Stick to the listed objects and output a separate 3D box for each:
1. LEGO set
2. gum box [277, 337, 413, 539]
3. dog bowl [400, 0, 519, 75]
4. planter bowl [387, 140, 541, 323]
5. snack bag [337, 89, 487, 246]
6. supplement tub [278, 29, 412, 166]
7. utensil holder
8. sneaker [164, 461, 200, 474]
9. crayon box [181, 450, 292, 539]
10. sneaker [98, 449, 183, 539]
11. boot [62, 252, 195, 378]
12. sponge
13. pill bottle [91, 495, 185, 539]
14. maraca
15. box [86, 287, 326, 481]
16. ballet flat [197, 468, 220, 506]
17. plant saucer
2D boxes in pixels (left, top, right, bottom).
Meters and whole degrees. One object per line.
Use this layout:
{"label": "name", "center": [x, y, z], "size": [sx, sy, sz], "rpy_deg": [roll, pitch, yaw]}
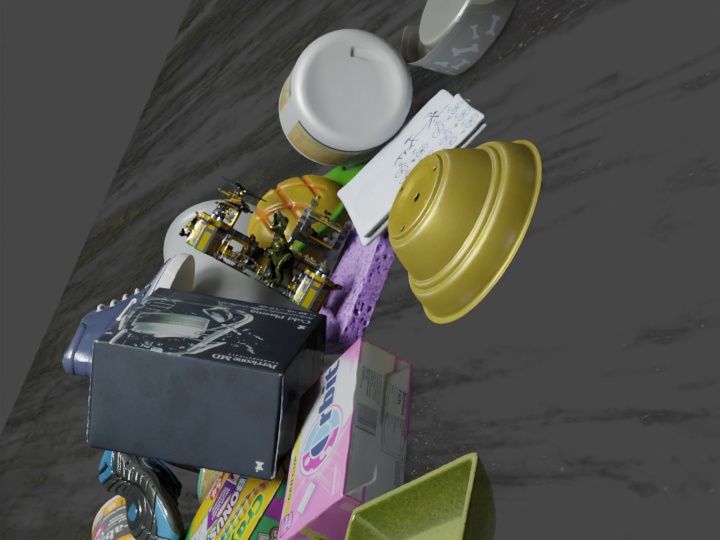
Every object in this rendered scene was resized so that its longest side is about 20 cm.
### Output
{"label": "LEGO set", "center": [-0.094, -0.045, 1.553], "size": [0.116, 0.200, 0.154], "rpy_deg": [-62, -6, 2]}
{"label": "gum box", "center": [-0.012, 0.171, 1.313], "size": [0.114, 0.066, 0.200], "rpy_deg": [-44, 26, 39]}
{"label": "dog bowl", "center": [0.126, -0.319, 1.605], "size": [0.200, 0.059, 0.200], "rpy_deg": [-50, 24, 32]}
{"label": "planter bowl", "center": [0.084, -0.056, 1.337], "size": [0.200, 0.083, 0.200], "rpy_deg": [-50, 24, 32]}
{"label": "snack bag", "center": [0.052, -0.125, 1.530], "size": [0.189, 0.021, 0.200], "rpy_deg": [-45, 19, 8]}
{"label": "supplement tub", "center": [-0.023, -0.206, 1.681], "size": [0.145, 0.145, 0.200], "rpy_deg": [-66, 7, -7]}
{"label": "utensil holder", "center": [-0.177, 0.036, 1.755], "size": [0.170, 0.170, 0.200], "rpy_deg": [-50, 25, 33]}
{"label": "sneaker", "center": [-0.196, 0.179, 1.657], "size": [0.200, 0.084, 0.121], "rpy_deg": [64, -137, -72]}
{"label": "crayon box", "center": [-0.123, 0.273, 1.475], "size": [0.200, 0.058, 0.173], "rpy_deg": [-61, 20, 8]}
{"label": "sneaker", "center": [-0.240, 0.263, 1.618], "size": [0.200, 0.082, 0.073], "rpy_deg": [42, 113, 54]}
{"label": "boot", "center": [-0.266, 0.047, 1.587], "size": [0.073, 0.090, 0.200], "rpy_deg": [89, -162, -44]}
{"label": "sponge", "center": [0.000, 0.000, 1.558], "size": [0.112, 0.030, 0.200], "rpy_deg": [-9, 56, 67]}
{"label": "pill bottle", "center": [-0.260, 0.355, 1.632], "size": [0.116, 0.116, 0.200], "rpy_deg": [-60, 20, 10]}
{"label": "maraca", "center": [-0.063, -0.072, 1.707], "size": [0.137, 0.107, 0.200], "rpy_deg": [1, 40, 46]}
{"label": "box", "center": [-0.156, 0.113, 1.437], "size": [0.197, 0.200, 0.124], "rpy_deg": [-57, -26, -70]}
{"label": "ballet flat", "center": [-0.136, 0.191, 1.620], "size": [0.071, 0.071, 0.200], "rpy_deg": [-26, 43, 60]}
{"label": "plant saucer", "center": [0.040, 0.266, 1.090], "size": [0.200, 0.048, 0.200], "rpy_deg": [-37, 32, 52]}
